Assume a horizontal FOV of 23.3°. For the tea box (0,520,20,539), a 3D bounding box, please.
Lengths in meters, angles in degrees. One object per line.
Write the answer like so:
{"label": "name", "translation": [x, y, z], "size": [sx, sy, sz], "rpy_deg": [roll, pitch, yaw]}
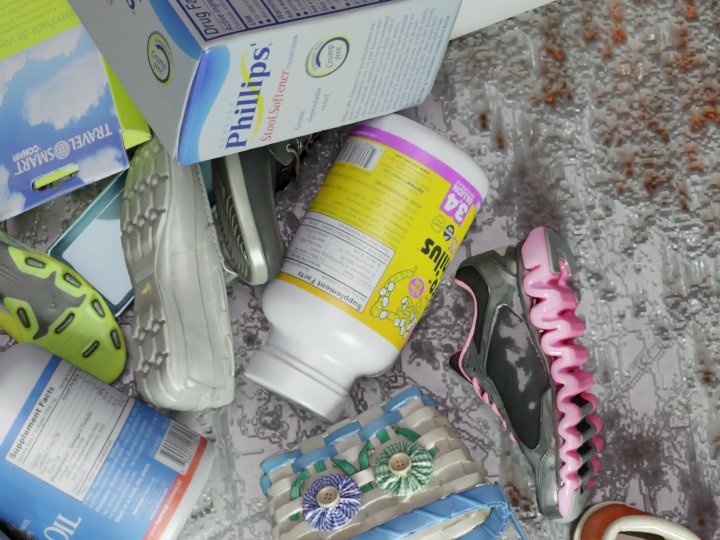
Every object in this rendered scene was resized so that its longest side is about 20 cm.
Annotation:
{"label": "tea box", "translation": [-0.256, 0.288, 1.130], "size": [0.200, 0.134, 0.197], "rpy_deg": [43, 84, 6]}

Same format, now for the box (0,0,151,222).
{"label": "box", "translation": [-0.223, -0.145, 1.217], "size": [0.121, 0.048, 0.202], "rpy_deg": [-20, 80, 22]}

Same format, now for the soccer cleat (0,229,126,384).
{"label": "soccer cleat", "translation": [-0.244, 0.007, 1.209], "size": [0.200, 0.084, 0.065], "rpy_deg": [38, 83, -16]}

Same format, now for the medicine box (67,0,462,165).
{"label": "medicine box", "translation": [-0.068, -0.184, 1.143], "size": [0.199, 0.103, 0.183], "rpy_deg": [-17, 55, -30]}

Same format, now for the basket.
{"label": "basket", "translation": [0.024, 0.194, 1.144], "size": [0.175, 0.139, 0.201], "rpy_deg": [-27, 73, -5]}

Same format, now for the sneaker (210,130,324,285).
{"label": "sneaker", "translation": [-0.048, -0.089, 1.188], "size": [0.105, 0.075, 0.202], "rpy_deg": [-5, 66, -12]}

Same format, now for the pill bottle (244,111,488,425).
{"label": "pill bottle", "translation": [0.000, 0.000, 1.192], "size": [0.104, 0.104, 0.201], "rpy_deg": [28, 83, 4]}

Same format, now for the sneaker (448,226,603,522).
{"label": "sneaker", "translation": [0.110, 0.075, 1.208], "size": [0.094, 0.079, 0.202], "rpy_deg": [-11, 80, 20]}

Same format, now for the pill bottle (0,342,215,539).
{"label": "pill bottle", "translation": [-0.205, 0.117, 1.153], "size": [0.199, 0.112, 0.113], "rpy_deg": [29, 82, -6]}

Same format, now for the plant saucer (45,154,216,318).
{"label": "plant saucer", "translation": [-0.132, -0.061, 1.243], "size": [0.070, 0.019, 0.200], "rpy_deg": [41, 84, 5]}

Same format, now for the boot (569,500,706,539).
{"label": "boot", "translation": [0.236, 0.220, 1.161], "size": [0.199, 0.107, 0.076], "rpy_deg": [27, 80, 2]}

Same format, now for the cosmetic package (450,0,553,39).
{"label": "cosmetic package", "translation": [0.118, -0.236, 1.228], "size": [0.198, 0.108, 0.086], "rpy_deg": [-19, 82, -5]}

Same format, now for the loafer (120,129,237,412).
{"label": "loafer", "translation": [-0.121, -0.002, 1.200], "size": [0.069, 0.070, 0.202], "rpy_deg": [8, 71, -39]}
